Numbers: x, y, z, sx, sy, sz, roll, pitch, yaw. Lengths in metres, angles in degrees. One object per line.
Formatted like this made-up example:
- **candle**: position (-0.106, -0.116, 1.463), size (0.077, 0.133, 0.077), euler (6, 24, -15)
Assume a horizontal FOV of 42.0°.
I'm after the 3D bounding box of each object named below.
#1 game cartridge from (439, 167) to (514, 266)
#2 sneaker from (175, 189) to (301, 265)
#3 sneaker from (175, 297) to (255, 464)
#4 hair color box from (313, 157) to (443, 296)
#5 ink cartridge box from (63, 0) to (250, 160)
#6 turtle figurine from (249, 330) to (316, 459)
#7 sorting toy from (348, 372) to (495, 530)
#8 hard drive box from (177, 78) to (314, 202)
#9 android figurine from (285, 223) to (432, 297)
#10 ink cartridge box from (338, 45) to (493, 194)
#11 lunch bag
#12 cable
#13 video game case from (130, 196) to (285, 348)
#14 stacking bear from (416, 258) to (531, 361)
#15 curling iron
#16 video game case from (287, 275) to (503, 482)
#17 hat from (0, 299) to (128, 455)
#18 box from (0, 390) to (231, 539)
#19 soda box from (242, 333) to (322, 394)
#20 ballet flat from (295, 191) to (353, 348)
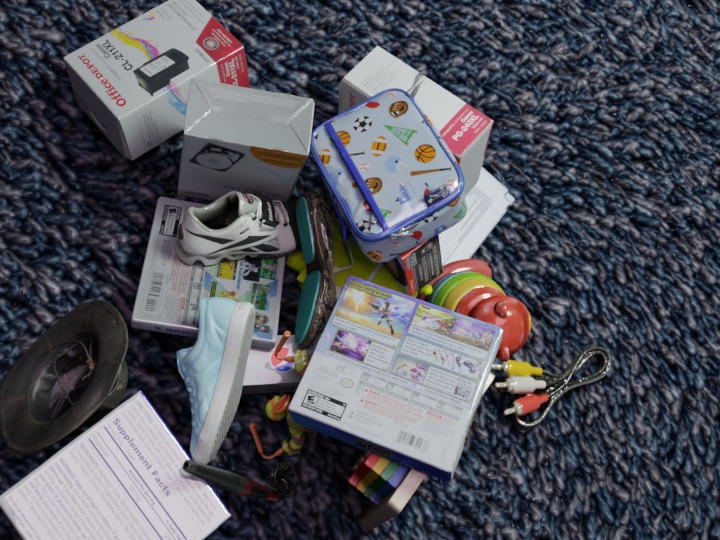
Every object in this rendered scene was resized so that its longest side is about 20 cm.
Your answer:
- **game cartridge**: position (0.119, -0.074, 1.346), size (0.133, 0.040, 0.200), euler (42, 68, -3)
- **sneaker**: position (-0.137, -0.064, 1.207), size (0.197, 0.089, 0.075), euler (-15, 57, -27)
- **sneaker**: position (-0.185, 0.129, 1.126), size (0.081, 0.074, 0.203), euler (15, 90, 9)
- **hair color box**: position (0.023, -0.073, 1.211), size (0.061, 0.102, 0.200), euler (-34, 61, -11)
- **ink cartridge box**: position (-0.269, -0.261, 1.252), size (0.199, 0.083, 0.146), euler (-36, 64, -21)
- **turtle figurine**: position (-0.049, 0.165, 1.160), size (0.158, 0.203, 0.065), euler (2, 30, -17)
- **sorting toy**: position (0.060, 0.209, 1.161), size (0.069, 0.199, 0.201), euler (37, 68, 5)
- **hard drive box**: position (-0.153, -0.156, 1.211), size (0.153, 0.200, 0.078), euler (8, 72, -10)
- **android figurine**: position (0.000, 0.000, 1.254), size (0.198, 0.041, 0.183), euler (26, 68, 20)
- **ink cartridge box**: position (0.070, -0.191, 1.284), size (0.199, 0.146, 0.083), euler (37, 67, 16)
- **lunch bag**: position (0.030, -0.113, 1.133), size (0.158, 0.076, 0.202), euler (-26, 59, -3)
- **cable**: position (0.274, 0.161, 1.307), size (0.197, 0.050, 0.099), euler (-10, 75, -16)
- **video game case**: position (-0.189, 0.000, 1.213), size (0.179, 0.022, 0.202), euler (9, 52, -8)
- **stacking bear**: position (0.153, 0.059, 1.209), size (0.112, 0.200, 0.124), euler (-1, 98, -15)
- **curling iron**: position (-0.144, 0.247, 1.126), size (0.199, 0.025, 0.050), euler (26, 68, -51)
- **video game case**: position (0.042, 0.120, 1.080), size (0.197, 0.046, 0.183), euler (19, 65, 14)
- **hat**: position (-0.340, 0.141, 1.133), size (0.198, 0.081, 0.203), euler (-17, 51, 22)
- **box**: position (-0.285, 0.279, 1.099), size (0.199, 0.105, 0.185), euler (-37, 85, -20)
- **soda box**: position (-0.073, 0.120, 1.220), size (0.196, 0.068, 0.065), euler (-2, 73, -14)
- **ballet flat**: position (-0.044, -0.001, 1.198), size (0.074, 0.068, 0.204), euler (5, 75, -24)
